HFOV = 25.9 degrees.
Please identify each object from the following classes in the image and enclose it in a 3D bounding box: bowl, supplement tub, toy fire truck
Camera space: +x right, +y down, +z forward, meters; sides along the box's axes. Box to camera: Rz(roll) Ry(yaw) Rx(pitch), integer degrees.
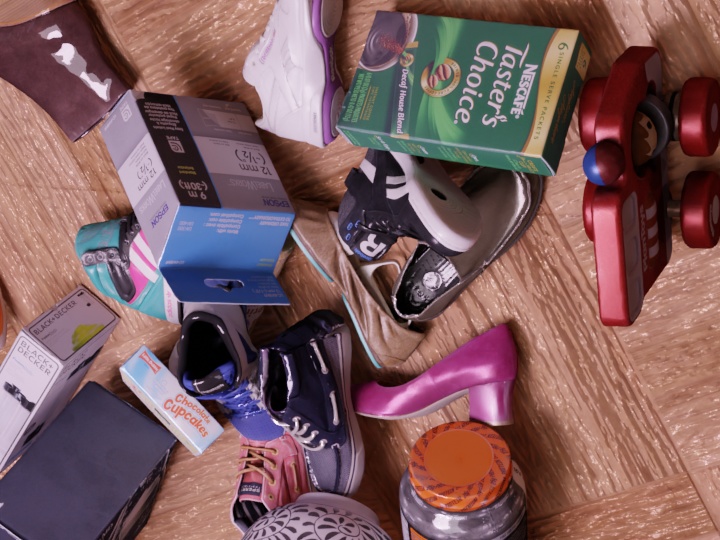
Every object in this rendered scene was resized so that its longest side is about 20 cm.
[{"bbox_3d":[-0.033,0.282,1.559,0.199,0.095,0.201,13,151,7],"label":"bowl"},{"bbox_3d":[0.101,0.248,1.514,0.122,0.123,0.201,13,135,20],"label":"supplement tub"},{"bbox_3d":[0.227,-0.074,1.293,0.111,0.168,0.202,4,115,24],"label":"toy fire truck"}]

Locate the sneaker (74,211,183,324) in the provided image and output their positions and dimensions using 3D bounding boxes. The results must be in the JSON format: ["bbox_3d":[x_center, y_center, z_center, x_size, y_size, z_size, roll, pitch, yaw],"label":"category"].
[{"bbox_3d":[-0.230,-0.044,1.592,0.120,0.084,0.201,9,119,12],"label":"sneaker"}]

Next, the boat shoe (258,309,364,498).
[{"bbox_3d":[-0.054,0.144,1.526,0.074,0.092,0.202,9,113,41],"label":"boat shoe"}]

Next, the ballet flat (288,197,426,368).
[{"bbox_3d":[0.000,0.000,1.512,0.072,0.068,0.201,-30,99,14],"label":"ballet flat"}]

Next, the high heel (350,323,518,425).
[{"bbox_3d":[0.062,0.098,1.532,0.199,0.067,0.097,1,92,37],"label":"high heel"}]

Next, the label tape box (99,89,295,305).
[{"bbox_3d":[-0.138,-0.067,1.446,0.066,0.143,0.201,-46,58,33],"label":"label tape box"}]

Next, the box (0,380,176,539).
[{"bbox_3d":[-0.313,0.262,1.680,0.123,0.200,0.197,32,141,8],"label":"box"}]

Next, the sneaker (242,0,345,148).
[{"bbox_3d":[-0.067,-0.209,1.430,0.099,0.075,0.202,10,118,21],"label":"sneaker"}]

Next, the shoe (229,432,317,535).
[{"bbox_3d":[-0.098,0.201,1.635,0.071,0.091,0.202,-4,112,28],"label":"shoe"}]

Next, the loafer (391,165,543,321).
[{"bbox_3d":[0.095,-0.024,1.432,0.075,0.070,0.201,37,113,6],"label":"loafer"}]

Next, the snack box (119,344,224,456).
[{"bbox_3d":[-0.194,0.136,1.608,0.116,0.037,0.200,46,170,0],"label":"snack box"}]

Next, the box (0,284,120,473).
[{"bbox_3d":[-0.352,0.121,1.709,0.060,0.117,0.200,39,124,4],"label":"box"}]

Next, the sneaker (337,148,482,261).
[{"bbox_3d":[0.038,-0.040,1.393,0.073,0.200,0.112,24,112,-27],"label":"sneaker"}]

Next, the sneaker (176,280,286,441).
[{"bbox_3d":[-0.134,0.101,1.519,0.080,0.115,0.200,-11,122,14],"label":"sneaker"}]

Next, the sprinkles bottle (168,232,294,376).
[{"bbox_3d":[-0.132,0.034,1.586,0.068,0.068,0.201,33,124,9],"label":"sprinkles bottle"}]

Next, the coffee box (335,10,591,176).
[{"bbox_3d":[0.088,-0.156,1.347,0.199,0.044,0.124,12,74,28],"label":"coffee box"}]

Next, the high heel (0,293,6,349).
[{"bbox_3d":[-0.465,0.010,1.725,0.095,0.067,0.201,-26,95,22],"label":"high heel"}]

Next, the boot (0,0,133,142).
[{"bbox_3d":[-0.338,-0.196,1.574,0.199,0.072,0.167,-31,95,31],"label":"boot"}]
